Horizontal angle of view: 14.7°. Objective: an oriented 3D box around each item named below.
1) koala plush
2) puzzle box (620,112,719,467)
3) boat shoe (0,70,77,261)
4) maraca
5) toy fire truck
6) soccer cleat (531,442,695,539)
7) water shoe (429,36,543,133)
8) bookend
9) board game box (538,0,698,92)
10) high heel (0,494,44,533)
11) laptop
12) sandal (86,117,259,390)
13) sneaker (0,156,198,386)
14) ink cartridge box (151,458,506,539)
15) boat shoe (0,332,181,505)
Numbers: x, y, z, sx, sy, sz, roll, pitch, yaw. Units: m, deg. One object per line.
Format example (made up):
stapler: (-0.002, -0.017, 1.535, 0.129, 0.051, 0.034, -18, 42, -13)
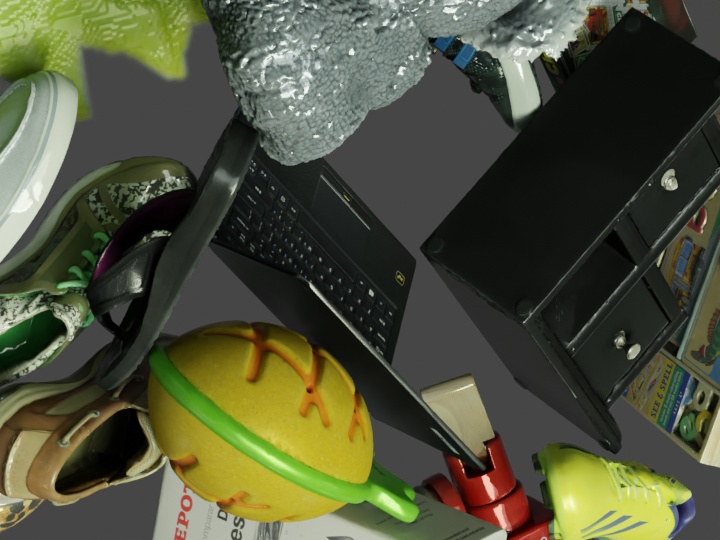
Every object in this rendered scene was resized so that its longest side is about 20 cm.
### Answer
koala plush: (0.018, -0.162, 1.547, 0.200, 0.184, 0.178, -20, 117, 5)
puzzle box: (0.228, 0.010, 1.780, 0.025, 0.133, 0.200, 12, 103, -24)
boat shoe: (-0.237, -0.035, 1.574, 0.071, 0.070, 0.201, 32, 97, -35)
maraca: (-0.043, 0.092, 1.593, 0.200, 0.137, 0.107, 27, 105, -48)
toy fire truck: (0.039, 0.160, 1.765, 0.176, 0.129, 0.200, -23, 106, -15)
soccer cleat: (0.163, 0.140, 1.758, 0.084, 0.200, 0.065, -12, 76, 15)
water shoe: (0.045, -0.163, 1.673, 0.079, 0.072, 0.200, -23, 116, 9)
bookend: (0.161, -0.020, 1.726, 0.199, 0.092, 0.200, -48, 147, -8)
board game box: (0.136, -0.188, 1.698, 0.105, 0.023, 0.200, -41, 128, -17)
high heel: (-0.256, 0.163, 1.667, 0.200, 0.071, 0.143, -24, 151, -36)
laptop: (0.000, 0.000, 1.620, 0.103, 0.200, 0.177, -19, 129, 33)
sandal: (-0.114, -0.014, 1.545, 0.048, 0.075, 0.201, 25, 129, -8)
sneaker: (-0.166, 0.014, 1.616, 0.200, 0.089, 0.077, -40, 121, -7)
ink cartridge box: (-0.028, 0.195, 1.683, 0.084, 0.200, 0.146, -17, 122, -58)
boat shoe: (-0.144, 0.094, 1.626, 0.200, 0.074, 0.076, -24, 130, -51)
